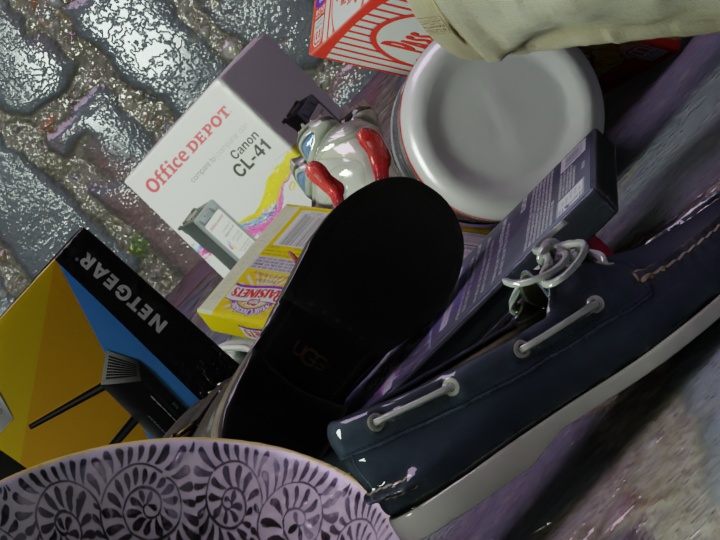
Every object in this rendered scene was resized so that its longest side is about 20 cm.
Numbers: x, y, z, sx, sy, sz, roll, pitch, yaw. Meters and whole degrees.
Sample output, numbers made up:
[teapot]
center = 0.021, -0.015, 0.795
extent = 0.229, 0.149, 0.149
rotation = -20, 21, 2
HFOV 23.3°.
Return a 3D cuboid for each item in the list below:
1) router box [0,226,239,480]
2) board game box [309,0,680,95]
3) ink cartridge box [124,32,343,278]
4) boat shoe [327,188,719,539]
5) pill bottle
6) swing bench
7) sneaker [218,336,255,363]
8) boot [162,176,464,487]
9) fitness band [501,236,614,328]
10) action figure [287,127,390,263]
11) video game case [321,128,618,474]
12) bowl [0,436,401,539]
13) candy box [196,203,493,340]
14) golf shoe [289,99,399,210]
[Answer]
[router box]
center = -0.126, 0.099, 0.950
extent = 0.149, 0.200, 0.051
rotation = -51, 6, -20
[board game box]
center = 0.085, -0.162, 1.136
extent = 0.151, 0.199, 0.047
rotation = 151, 128, -67
[ink cartridge box]
center = -0.059, -0.056, 1.343
extent = 0.148, 0.200, 0.086
rotation = -41, 10, 39
[boat shoe]
center = 0.077, 0.023, 0.679
extent = 0.200, 0.062, 0.075
rotation = -37, 2, -6
[pill bottle]
center = 0.076, -0.086, 1.059
extent = 0.116, 0.116, 0.200
rotation = -47, 1, -1
[swing bench]
center = 0.146, -0.185, 0.879
extent = 0.198, 0.130, 0.200
rotation = -1, 38, 31
[sneaker]
center = -0.063, 0.057, 1.174
extent = 0.088, 0.076, 0.200
rotation = -15, 4, -9
[boot]
center = -0.044, 0.051, 0.862
extent = 0.200, 0.069, 0.174
rotation = -52, 7, -28
[fitness band]
center = 0.045, 0.056, 0.845
extent = 0.200, 0.037, 0.144
rotation = -46, 8, 3
[action figure]
center = 0.000, 0.000, 1.015
extent = 0.065, 0.052, 0.201
rotation = -27, 43, 17
[video game case]
center = 0.046, 0.020, 0.832
extent = 0.200, 0.019, 0.143
rotation = -47, 5, 16
[bowl]
center = -0.078, 0.156, 0.681
extent = 0.201, 0.200, 0.095
rotation = -62, -27, -62
[candy box]
center = -0.007, 0.008, 1.085
extent = 0.200, 0.026, 0.102
rotation = 10, 55, 47
[golf shoe]
center = 0.000, -0.016, 1.198
extent = 0.078, 0.097, 0.200
rotation = -26, -37, -15
